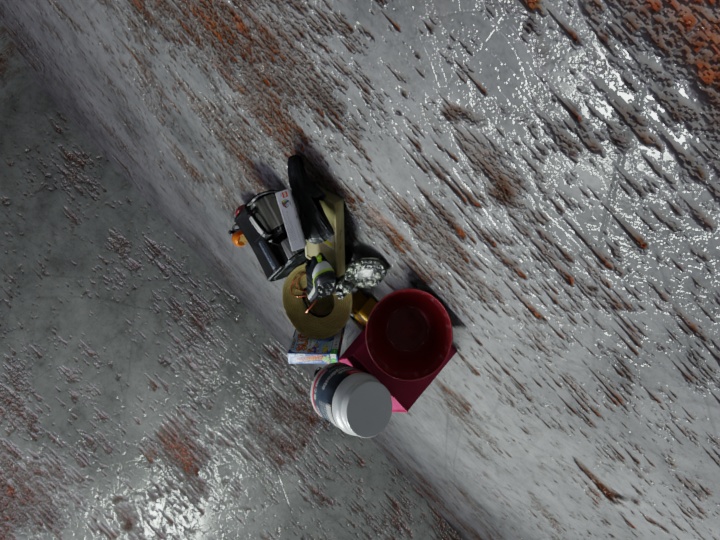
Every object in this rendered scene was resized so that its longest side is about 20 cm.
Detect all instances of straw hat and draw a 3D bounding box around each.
[{"bbox_3d":[-0.109,0.077,1.683,0.201,0.202,0.085,43,-175,4],"label":"straw hat"}]

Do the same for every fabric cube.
[{"bbox_3d":[0.088,0.217,1.594,0.196,0.200,0.200,44,162,-3],"label":"fabric cube"}]

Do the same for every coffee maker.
[{"bbox_3d":[-0.238,-0.080,1.675,0.203,0.133,0.192,60,145,10],"label":"coffee maker"}]

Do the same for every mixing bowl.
[{"bbox_3d":[0.110,0.141,1.441,0.200,0.200,0.108,44,-177,1],"label":"mixing bowl"}]

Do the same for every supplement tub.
[{"bbox_3d":[-0.024,0.303,1.478,0.141,0.141,0.198,51,161,-21],"label":"supplement tub"}]

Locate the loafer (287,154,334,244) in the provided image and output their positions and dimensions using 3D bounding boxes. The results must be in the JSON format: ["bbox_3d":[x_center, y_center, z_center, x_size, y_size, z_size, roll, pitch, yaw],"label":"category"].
[{"bbox_3d":[-0.109,-0.162,1.395,0.068,0.069,0.206,-3,-105,-75],"label":"loafer"}]

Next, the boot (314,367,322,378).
[{"bbox_3d":[-0.029,0.327,1.679,0.196,0.069,0.131,20,167,28],"label":"boot"}]

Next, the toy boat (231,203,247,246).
[{"bbox_3d":[-0.344,-0.127,1.944,0.131,0.131,0.199,50,162,-18],"label":"toy boat"}]

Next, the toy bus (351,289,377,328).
[{"bbox_3d":[0.045,0.143,1.749,0.200,0.065,0.078,46,162,1],"label":"toy bus"}]

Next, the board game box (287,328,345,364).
[{"bbox_3d":[-0.112,0.175,1.691,0.131,0.202,0.035,-1,121,7],"label":"board game box"}]

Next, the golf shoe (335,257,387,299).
[{"bbox_3d":[0.000,0.000,1.546,0.197,0.088,0.078,-21,109,46],"label":"golf shoe"}]

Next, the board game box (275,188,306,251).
[{"bbox_3d":[-0.155,-0.114,1.426,0.200,0.034,0.130,-137,31,-84],"label":"board game box"}]

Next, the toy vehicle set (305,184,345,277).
[{"bbox_3d":[-0.088,-0.096,1.483,0.123,0.026,0.205,32,136,36],"label":"toy vehicle set"}]

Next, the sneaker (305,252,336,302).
[{"bbox_3d":[-0.097,0.012,1.508,0.200,0.070,0.085,122,127,-68],"label":"sneaker"}]

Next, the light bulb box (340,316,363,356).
[{"bbox_3d":[-0.010,0.232,1.836,0.199,0.125,0.198,40,-176,-47],"label":"light bulb box"}]

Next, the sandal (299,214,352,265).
[{"bbox_3d":[-0.098,-0.092,1.590,0.198,0.075,0.049,35,136,11],"label":"sandal"}]
